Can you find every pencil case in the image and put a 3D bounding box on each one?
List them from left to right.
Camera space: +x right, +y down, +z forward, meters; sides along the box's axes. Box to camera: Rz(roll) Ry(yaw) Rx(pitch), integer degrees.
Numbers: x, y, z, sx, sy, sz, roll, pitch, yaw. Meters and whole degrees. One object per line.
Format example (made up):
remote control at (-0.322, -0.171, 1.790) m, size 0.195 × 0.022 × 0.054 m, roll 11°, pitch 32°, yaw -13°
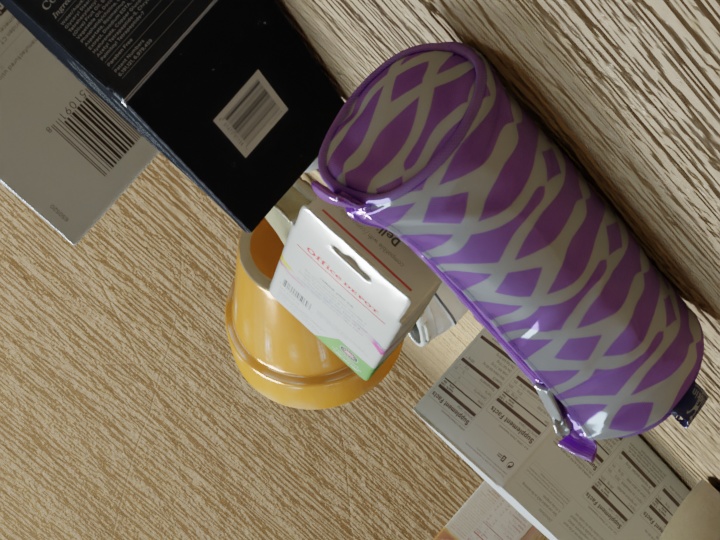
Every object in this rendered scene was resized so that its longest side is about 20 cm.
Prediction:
pencil case at (0.066, -0.005, 0.669) m, size 0.200 × 0.086 × 0.084 m, roll 46°, pitch 174°, yaw -34°

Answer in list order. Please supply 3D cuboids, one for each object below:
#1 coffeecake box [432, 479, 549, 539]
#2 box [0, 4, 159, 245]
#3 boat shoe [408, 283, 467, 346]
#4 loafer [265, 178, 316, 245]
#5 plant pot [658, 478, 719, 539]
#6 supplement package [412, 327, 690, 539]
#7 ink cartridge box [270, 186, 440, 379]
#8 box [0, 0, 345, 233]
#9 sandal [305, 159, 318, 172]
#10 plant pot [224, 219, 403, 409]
coffeecake box at (0.171, 0.249, 1.698) m, size 0.073 × 0.200 × 0.154 m, roll 41°, pitch 177°, yaw 19°
box at (-0.244, -0.167, 1.287) m, size 0.200 × 0.199 × 0.131 m, roll 43°, pitch 176°, yaw -24°
boat shoe at (0.035, 0.012, 1.429) m, size 0.073 × 0.065 × 0.200 m, roll 40°, pitch 176°, yaw 40°
loafer at (-0.055, -0.044, 1.520) m, size 0.199 × 0.069 × 0.076 m, roll 29°, pitch 172°, yaw 17°
plant pot at (0.273, 0.272, 1.166) m, size 0.200 × 0.134 × 0.200 m, roll 45°, pitch -178°, yaw -2°
supplement package at (0.169, 0.161, 1.365) m, size 0.200 × 0.111 × 0.156 m, roll 45°, pitch 176°, yaw -33°
ink cartridge box at (0.000, 0.000, 1.284) m, size 0.117 × 0.067 × 0.200 m, roll 42°, pitch 159°, yaw 6°
box at (-0.124, -0.145, 0.961) m, size 0.182 × 0.104 × 0.200 m, roll 40°, pitch 176°, yaw 25°
sandal at (-0.081, -0.126, 1.134) m, size 0.050 × 0.083 × 0.202 m, roll -16°, pitch -138°, yaw -40°
plant pot at (-0.057, 0.019, 1.722) m, size 0.200 × 0.200 × 0.184 m, roll 41°, pitch 162°, yaw 26°
